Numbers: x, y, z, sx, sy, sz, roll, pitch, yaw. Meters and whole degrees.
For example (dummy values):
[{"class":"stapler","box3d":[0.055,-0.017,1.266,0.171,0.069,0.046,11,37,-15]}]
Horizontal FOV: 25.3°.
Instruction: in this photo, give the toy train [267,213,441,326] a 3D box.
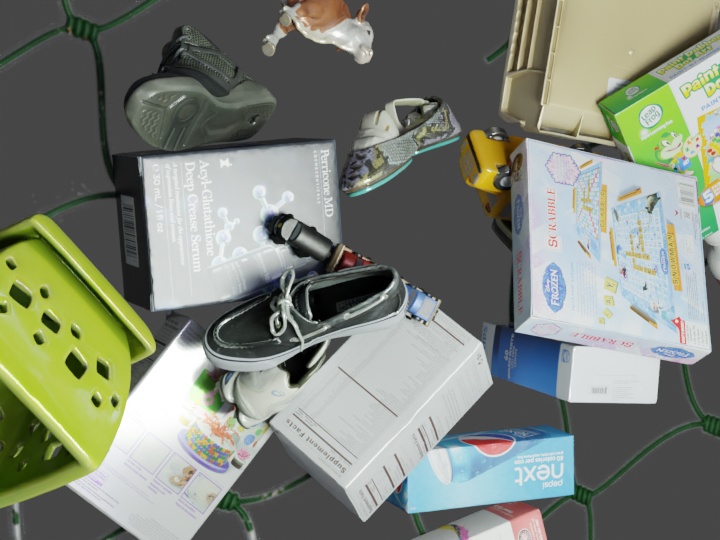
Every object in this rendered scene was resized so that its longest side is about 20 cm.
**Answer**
[{"class":"toy train","box3d":[0.000,0.000,1.541,0.200,0.046,0.034,30,83,-25]}]

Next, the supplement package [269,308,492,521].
[{"class":"supplement package","box3d":[0.023,0.133,1.622,0.200,0.114,0.110,-45,154,-12]}]

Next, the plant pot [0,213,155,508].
[{"class":"plant pot","box3d":[-0.315,0.075,1.436,0.200,0.199,0.182,51,41,-20]}]

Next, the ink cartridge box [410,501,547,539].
[{"class":"ink cartridge box","box3d":[0.106,0.336,1.723,0.200,0.067,0.117,-18,102,-22]}]

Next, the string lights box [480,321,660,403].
[{"class":"string lights box","box3d":[0.213,0.094,1.670,0.103,0.200,0.059,3,95,-23]}]

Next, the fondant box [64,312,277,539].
[{"class":"fondant box","box3d":[-0.186,0.164,1.588,0.144,0.058,0.200,42,80,-21]}]

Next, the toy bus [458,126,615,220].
[{"class":"toy bus","box3d":[0.193,-0.092,1.696,0.200,0.078,0.065,7,48,-26]}]

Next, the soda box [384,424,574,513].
[{"class":"soda box","box3d":[0.127,0.211,1.721,0.200,0.064,0.068,-3,97,-23]}]

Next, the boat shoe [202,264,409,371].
[{"class":"boat shoe","box3d":[-0.055,0.039,1.484,0.199,0.068,0.074,-11,63,7]}]

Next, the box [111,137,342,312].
[{"class":"box","box3d":[-0.128,-0.048,1.564,0.200,0.107,0.149,-8,98,-22]}]

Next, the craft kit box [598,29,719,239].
[{"class":"craft kit box","box3d":[0.375,-0.144,1.699,0.200,0.049,0.198,-32,119,-3]}]

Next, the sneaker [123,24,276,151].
[{"class":"sneaker","box3d":[-0.174,-0.174,1.511,0.199,0.114,0.076,-15,144,-58]}]

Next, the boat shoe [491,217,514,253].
[{"class":"boat shoe","box3d":[0.216,0.006,1.735,0.201,0.066,0.072,35,41,-8]}]

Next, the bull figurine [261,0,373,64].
[{"class":"bull figurine","box3d":[-0.062,-0.281,1.581,0.121,0.065,0.200,-39,103,-49]}]

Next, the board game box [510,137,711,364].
[{"class":"board game box","box3d":[0.247,-0.019,1.597,0.199,0.041,0.200,12,61,-18]}]

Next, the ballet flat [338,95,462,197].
[{"class":"ballet flat","box3d":[0.031,-0.133,1.613,0.200,0.072,0.072,-33,110,-51]}]

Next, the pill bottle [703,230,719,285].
[{"class":"pill bottle","box3d":[0.463,0.001,1.815,0.112,0.112,0.200,-42,109,-14]}]

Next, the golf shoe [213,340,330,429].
[{"class":"golf shoe","box3d":[-0.056,0.075,1.577,0.078,0.097,0.200,51,41,-18]}]

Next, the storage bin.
[{"class":"storage bin","box3d":[0.268,-0.233,1.719,0.200,0.094,0.199,8,93,-24]}]
